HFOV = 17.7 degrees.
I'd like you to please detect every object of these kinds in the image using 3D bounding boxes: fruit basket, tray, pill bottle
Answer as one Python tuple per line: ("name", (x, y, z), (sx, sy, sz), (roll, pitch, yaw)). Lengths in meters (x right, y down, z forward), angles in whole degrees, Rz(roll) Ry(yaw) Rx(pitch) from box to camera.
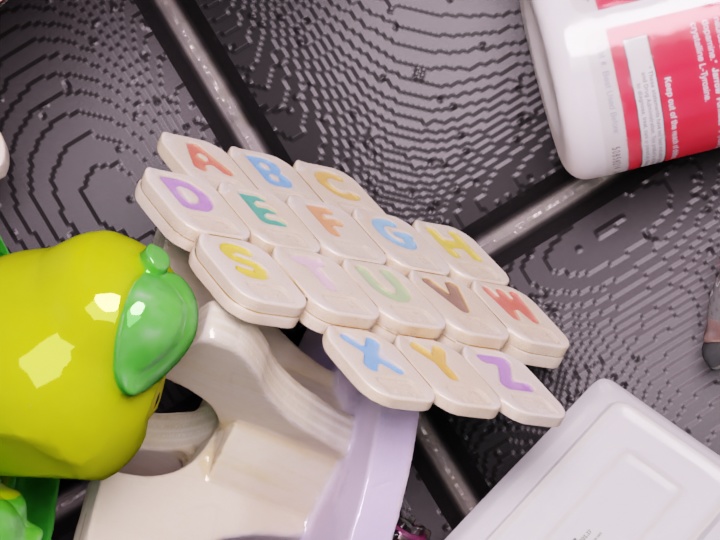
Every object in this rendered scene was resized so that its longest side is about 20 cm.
("fruit basket", (-0.145, 0.061, 0.940), (0.215, 0.156, 0.216), (-12, 43, 12))
("tray", (0.096, 0.129, 1.018), (0.107, 0.022, 0.200), (35, 54, 17))
("pill bottle", (0.178, -0.117, 1.048), (0.199, 0.112, 0.113), (-14, 86, 1))

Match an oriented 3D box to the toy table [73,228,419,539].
("toy table", (-0.054, 0.073, 1.011), (0.117, 0.184, 0.200), (22, 49, -20))

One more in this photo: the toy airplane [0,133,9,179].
("toy airplane", (-0.289, -0.041, 1.047), (0.199, 0.141, 0.200), (41, 89, 4))

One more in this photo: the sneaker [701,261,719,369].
("sneaker", (0.251, 0.046, 1.069), (0.200, 0.077, 0.082), (22, 115, 4))

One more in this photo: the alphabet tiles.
("alphabet tiles", (0.000, 0.000, 1.006), (0.196, 0.200, 0.015), (48, 118, 41))

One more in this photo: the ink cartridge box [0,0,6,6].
("ink cartridge box", (-0.220, -0.117, 0.983), (0.084, 0.175, 0.200), (55, 50, -12))

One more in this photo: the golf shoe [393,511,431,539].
("golf shoe", (0.045, 0.190, 1.045), (0.200, 0.073, 0.092), (37, 101, 27))
